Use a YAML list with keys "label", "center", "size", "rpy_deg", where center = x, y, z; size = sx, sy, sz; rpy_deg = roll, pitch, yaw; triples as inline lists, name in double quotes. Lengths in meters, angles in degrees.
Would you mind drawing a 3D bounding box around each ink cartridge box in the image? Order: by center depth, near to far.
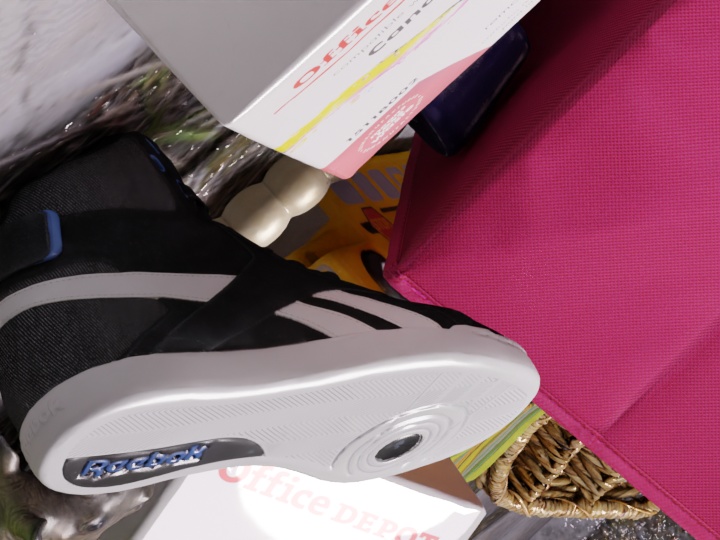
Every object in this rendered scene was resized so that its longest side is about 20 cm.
- label: "ink cartridge box"
  center: [-0.003, -0.093, 0.796]
  size: [0.116, 0.068, 0.200]
  rpy_deg: [-43, 170, 7]
- label: "ink cartridge box"
  center: [-0.070, 0.129, 1.152]
  size: [0.146, 0.084, 0.200]
  rpy_deg: [22, 110, -38]

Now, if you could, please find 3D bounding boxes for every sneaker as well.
- label: "sneaker"
  center: [-0.035, 0.005, 0.925]
  size: [0.200, 0.112, 0.073]
  rpy_deg: [0, 143, -44]

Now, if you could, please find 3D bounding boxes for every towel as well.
- label: "towel"
  center: [0.022, 0.105, 1.363]
  size: [0.086, 0.018, 0.200]
  rpy_deg: [-49, 167, 34]

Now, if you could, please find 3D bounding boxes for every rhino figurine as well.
- label: "rhino figurine"
  center: [-0.145, 0.113, 1.058]
  size: [0.200, 0.060, 0.087]
  rpy_deg: [-37, 148, 31]

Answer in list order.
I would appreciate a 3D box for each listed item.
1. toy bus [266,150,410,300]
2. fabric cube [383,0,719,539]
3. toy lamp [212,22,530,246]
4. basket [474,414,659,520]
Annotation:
- label: "toy bus"
  center: [0.000, 0.000, 1.158]
  size: [0.065, 0.078, 0.200]
  rpy_deg: [-44, 169, 19]
- label: "fabric cube"
  center: [0.153, -0.040, 1.073]
  size: [0.199, 0.200, 0.196]
  rpy_deg: [-46, -167, 21]
- label: "toy lamp"
  center: [-0.026, -0.027, 1.019]
  size: [0.200, 0.058, 0.058]
  rpy_deg: [-39, 169, -3]
- label: "basket"
  center: [0.153, 0.086, 1.879]
  size: [0.143, 0.149, 0.200]
  rpy_deg: [-32, 167, -43]
